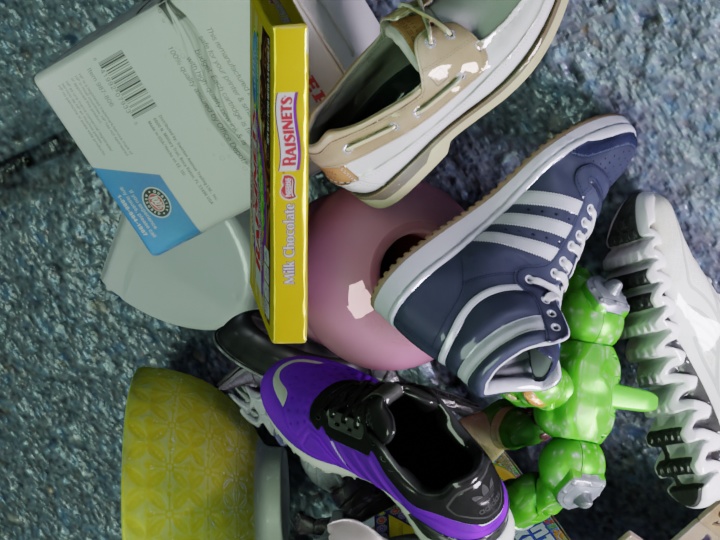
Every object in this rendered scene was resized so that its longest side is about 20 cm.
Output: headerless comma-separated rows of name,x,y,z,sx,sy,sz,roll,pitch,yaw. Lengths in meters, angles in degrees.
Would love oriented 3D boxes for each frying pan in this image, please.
frying pan,-0.007,0.068,1.615,0.190,0.115,0.031,19,105,2

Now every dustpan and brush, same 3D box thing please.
dustpan and brush,-0.076,0.005,1.688,0.200,0.057,0.140,36,126,17

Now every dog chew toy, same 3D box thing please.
dog chew toy,0.000,0.000,1.564,0.125,0.124,0.200,59,163,-13

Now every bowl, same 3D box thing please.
bowl,-0.107,0.167,1.742,0.108,0.200,0.200,-1,123,3

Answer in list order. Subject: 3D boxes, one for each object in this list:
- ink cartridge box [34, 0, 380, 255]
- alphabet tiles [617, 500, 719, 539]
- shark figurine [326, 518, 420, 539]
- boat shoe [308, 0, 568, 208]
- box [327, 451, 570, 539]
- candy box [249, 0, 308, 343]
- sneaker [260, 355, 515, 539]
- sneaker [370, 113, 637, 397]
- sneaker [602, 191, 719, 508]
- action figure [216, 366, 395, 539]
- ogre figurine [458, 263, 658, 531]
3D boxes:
ink cartridge box,-0.085,-0.120,1.554,0.200,0.084,0.145,-25,104,30
alphabet tiles,0.197,0.226,1.570,0.200,0.008,0.167,-43,130,11
shark figurine,-0.015,0.203,1.499,0.128,0.214,0.090,34,151,46
boat shoe,0.047,-0.127,1.433,0.200,0.068,0.075,-51,41,10
box,0.061,0.264,1.620,0.122,0.193,0.200,54,167,50
candy box,-0.050,-0.066,1.453,0.026,0.102,0.200,-2,112,-8
sneaker,0.014,0.094,1.485,0.200,0.070,0.100,33,155,30
sneaker,0.114,-0.004,1.442,0.109,0.200,0.070,45,161,23
sneaker,0.209,0.044,1.507,0.075,0.081,0.200,179,75,-72
action figure,-0.019,0.142,1.690,0.069,0.130,0.200,-37,92,12
ogre figurine,0.119,0.071,1.512,0.098,0.200,0.120,32,164,-27
